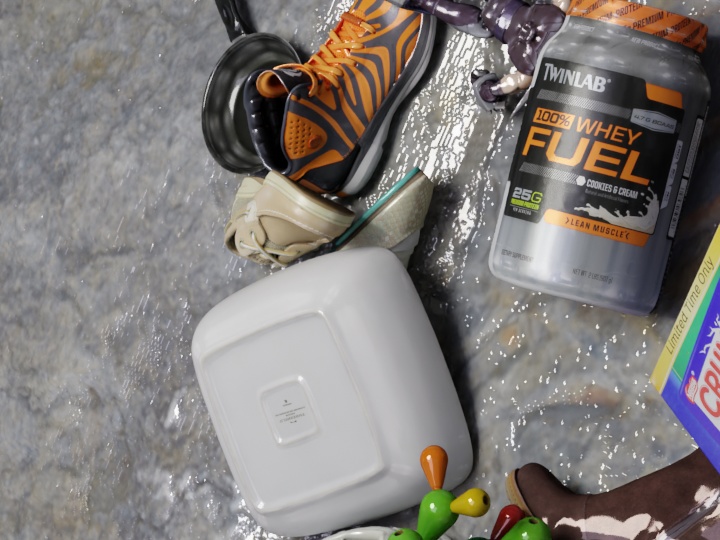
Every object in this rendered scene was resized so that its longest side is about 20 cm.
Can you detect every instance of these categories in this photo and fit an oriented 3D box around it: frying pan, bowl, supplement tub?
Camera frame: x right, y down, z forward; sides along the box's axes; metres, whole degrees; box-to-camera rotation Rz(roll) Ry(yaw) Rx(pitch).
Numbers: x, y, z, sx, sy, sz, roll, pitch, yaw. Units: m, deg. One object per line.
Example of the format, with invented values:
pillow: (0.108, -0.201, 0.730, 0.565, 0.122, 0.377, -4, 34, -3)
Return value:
frying pan: (-0.101, -0.158, 1.752, 0.115, 0.031, 0.190, -51, 53, 21)
bowl: (-0.035, 0.097, 1.597, 0.199, 0.074, 0.201, -21, 89, 34)
supplement tub: (0.166, -0.079, 1.465, 0.122, 0.122, 0.202, 15, 93, 39)

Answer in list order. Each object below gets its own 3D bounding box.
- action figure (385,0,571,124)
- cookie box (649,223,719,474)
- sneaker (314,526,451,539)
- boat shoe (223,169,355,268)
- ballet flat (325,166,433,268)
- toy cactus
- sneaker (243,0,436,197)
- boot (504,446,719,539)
action figure: (0.098, -0.189, 1.566, 0.199, 0.069, 0.131, 34, 90, 17)
cookie box: (0.278, 0.078, 1.312, 0.201, 0.075, 0.172, 56, 150, 31)
sneaker: (-0.028, 0.222, 1.593, 0.199, 0.099, 0.075, -21, 63, 35)
boat shoe: (-0.059, -0.032, 1.626, 0.065, 0.072, 0.200, -63, 17, -5)
ballet flat: (0.000, 0.000, 1.640, 0.062, 0.067, 0.200, 50, 121, 2)
toy cactus: (0.029, 0.201, 1.462, 0.199, 0.165, 0.103, -22, 64, -1)
sneaker: (-0.017, -0.155, 1.628, 0.077, 0.112, 0.201, 26, 99, 46)
boot: (0.206, 0.155, 1.449, 0.167, 0.072, 0.200, -50, 54, 8)
